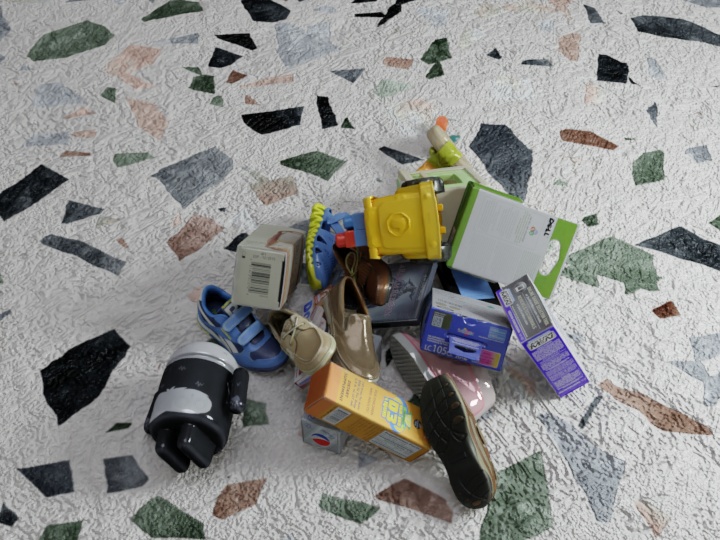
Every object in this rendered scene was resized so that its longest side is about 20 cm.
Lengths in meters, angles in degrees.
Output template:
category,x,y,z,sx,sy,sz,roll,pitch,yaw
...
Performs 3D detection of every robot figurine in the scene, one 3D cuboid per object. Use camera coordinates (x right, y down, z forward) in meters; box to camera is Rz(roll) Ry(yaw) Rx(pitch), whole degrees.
category,x,y,z,sx,sy,sz,roll,pitch,yaw
robot figurine,-0.252,0.206,1.411,0.148,0.126,0.202,11,47,-6

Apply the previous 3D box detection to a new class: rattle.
category,x,y,z,sx,sy,sz,roll,pitch,yaw
rattle,0.149,-0.226,1.888,0.129,0.144,0.201,22,24,-25

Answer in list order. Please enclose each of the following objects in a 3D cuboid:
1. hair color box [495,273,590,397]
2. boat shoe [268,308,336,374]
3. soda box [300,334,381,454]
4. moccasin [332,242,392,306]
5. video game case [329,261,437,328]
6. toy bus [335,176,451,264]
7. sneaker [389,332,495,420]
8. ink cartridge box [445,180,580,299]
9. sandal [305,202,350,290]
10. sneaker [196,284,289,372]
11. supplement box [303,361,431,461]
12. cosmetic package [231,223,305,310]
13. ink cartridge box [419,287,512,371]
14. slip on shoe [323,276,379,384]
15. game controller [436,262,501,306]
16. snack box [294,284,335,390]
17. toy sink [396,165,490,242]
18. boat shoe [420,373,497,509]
category,x,y,z,sx,sy,sz,roll,pitch,yaw
hair color box,0.293,0.108,1.468,0.064,0.200,0.110,-29,47,10
boat shoe,-0.099,0.106,1.457,0.072,0.065,0.200,-51,24,-3
soda box,-0.027,0.189,1.473,0.067,0.064,0.201,14,48,13
moccasin,0.000,-0.001,1.562,0.077,0.074,0.202,3,30,-22
video game case,0.026,0.044,1.586,0.197,0.019,0.144,-7,42,28
toy bus,0.054,-0.074,1.534,0.189,0.138,0.200,-8,3,8
sneaker,0.138,0.165,1.496,0.104,0.076,0.200,-27,57,-27
ink cartridge box,0.261,-0.052,1.614,0.197,0.150,0.076,18,13,-4
sandal,-0.055,-0.047,1.681,0.086,0.080,0.202,3,49,3
sneaker,-0.203,0.096,1.540,0.199,0.083,0.074,32,52,23
supplement box,0.016,0.215,1.385,0.199,0.069,0.067,30,49,-21
cosmetic package,-0.153,-0.009,1.564,0.086,0.105,0.200,8,14,3
ink cartridge box,0.167,0.095,1.478,0.134,0.077,0.200,15,8,2
slip on shoe,-0.009,0.095,1.463,0.075,0.061,0.201,15,37,-25
game controller,0.195,0.017,1.656,0.103,0.042,0.202,-10,49,-11
snack box,-0.071,0.107,1.522,0.072,0.024,0.201,-36,28,23
toy sink,0.128,-0.121,1.706,0.197,0.114,0.131,-8,23,-9
boat shoe,0.150,0.256,1.382,0.075,0.074,0.203,-24,76,25
